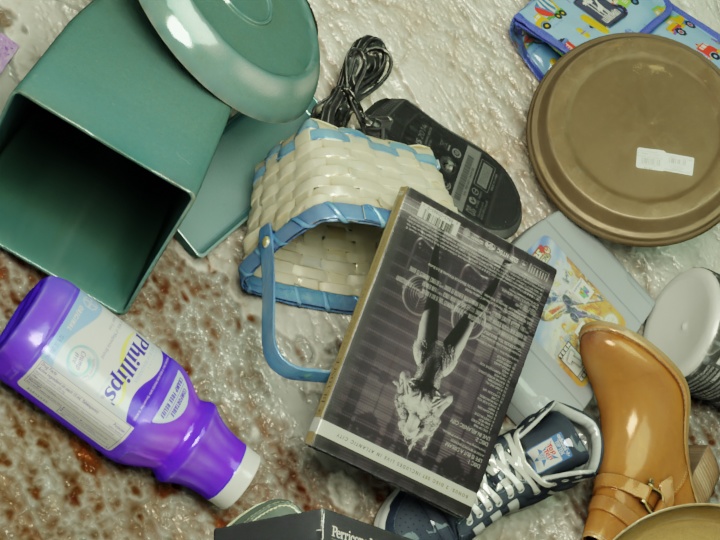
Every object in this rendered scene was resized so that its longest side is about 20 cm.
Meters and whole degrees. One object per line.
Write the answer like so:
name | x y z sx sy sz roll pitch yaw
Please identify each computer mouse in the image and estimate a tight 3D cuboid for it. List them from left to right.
computer mouse | 0.045 -0.089 1.722 0.200 0.053 0.139 38 46 -12

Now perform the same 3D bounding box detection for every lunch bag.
lunch bag | 0.230 -0.197 1.908 0.200 0.094 0.150 43 51 6

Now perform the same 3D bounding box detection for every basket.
basket | 0.000 0.000 1.580 0.175 0.139 0.201 15 51 -32

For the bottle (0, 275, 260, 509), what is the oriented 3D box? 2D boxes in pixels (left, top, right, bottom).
bottle | -0.160 0.091 1.464 0.200 0.065 0.084 39 48 -13

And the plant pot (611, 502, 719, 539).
plant pot | 0.257 0.276 1.627 0.198 0.027 0.202 -1 96 -5

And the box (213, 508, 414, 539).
box | -0.003 0.275 1.407 0.199 0.104 0.184 26 59 -44

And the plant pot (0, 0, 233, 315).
plant pot | -0.170 -0.106 1.508 0.141 0.142 0.201 31 44 -6

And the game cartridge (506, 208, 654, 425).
game cartridge | 0.158 0.039 1.748 0.133 0.041 0.200 49 48 -9

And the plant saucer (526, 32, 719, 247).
plant saucer | 0.241 -0.118 1.799 0.198 0.030 0.202 2 69 -4

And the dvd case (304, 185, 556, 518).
dvd case | 0.054 0.061 1.534 0.148 0.016 0.202 27 76 -29

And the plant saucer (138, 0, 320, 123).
plant saucer | -0.093 -0.200 1.527 0.200 0.027 0.201 38 34 -32

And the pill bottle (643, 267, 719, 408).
pill bottle | 0.350 0.078 1.819 0.199 0.106 0.107 22 55 -26

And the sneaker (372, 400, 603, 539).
sneaker | 0.102 0.160 1.590 0.199 0.108 0.070 -23 80 -41

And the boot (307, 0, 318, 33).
boot | -0.129 -0.234 1.665 0.138 0.078 0.200 38 3 34

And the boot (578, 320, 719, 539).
boot | 0.209 0.155 1.674 0.201 0.073 0.155 54 52 -20

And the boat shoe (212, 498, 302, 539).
boat shoe | -0.083 0.226 1.448 0.073 0.062 0.200 44 47 -5

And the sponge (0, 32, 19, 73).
sponge | -0.332 -0.124 1.479 0.111 0.030 0.201 38 50 -13

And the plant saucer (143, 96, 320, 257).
plant saucer | -0.091 -0.083 1.642 0.070 0.019 0.200 50 49 -3
